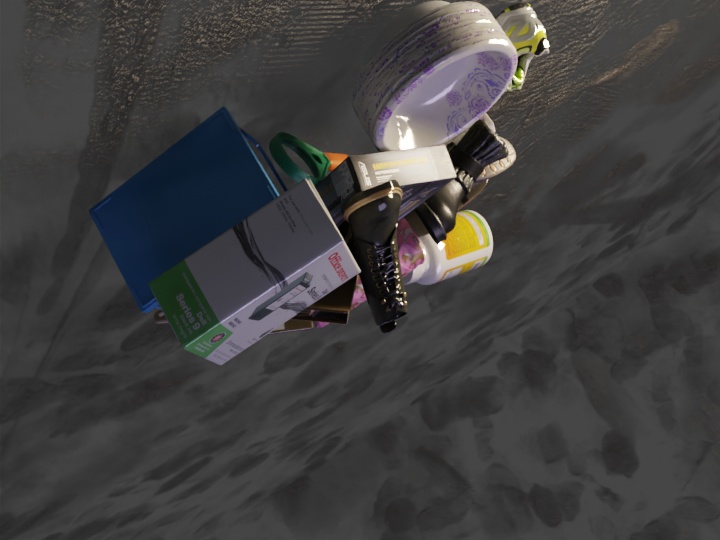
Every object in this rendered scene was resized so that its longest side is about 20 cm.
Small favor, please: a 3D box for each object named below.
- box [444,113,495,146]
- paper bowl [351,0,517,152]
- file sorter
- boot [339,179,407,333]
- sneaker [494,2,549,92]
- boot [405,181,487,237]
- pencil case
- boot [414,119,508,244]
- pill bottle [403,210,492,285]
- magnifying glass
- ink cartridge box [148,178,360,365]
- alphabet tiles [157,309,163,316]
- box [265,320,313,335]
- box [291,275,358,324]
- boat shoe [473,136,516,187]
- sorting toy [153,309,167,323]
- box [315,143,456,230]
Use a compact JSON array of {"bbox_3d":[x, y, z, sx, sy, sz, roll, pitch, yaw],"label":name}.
[{"bbox_3d":[0.115,-0.177,1.367,0.198,0.042,0.039,-34,161,6],"label":"box"},{"bbox_3d":[0.079,-0.237,1.059,0.198,0.105,0.201,-28,163,-10],"label":"paper bowl"},{"bbox_3d":[-0.181,-0.060,1.035,0.199,0.140,0.123,-35,165,8],"label":"file sorter"},{"bbox_3d":[0.031,-0.014,1.055,0.076,0.141,0.200,-18,167,-7],"label":"boot"},{"bbox_3d":[0.173,-0.262,1.196,0.075,0.077,0.200,-17,157,-42],"label":"sneaker"},{"bbox_3d":[0.131,-0.107,1.529,0.198,0.074,0.076,-32,171,-10],"label":"boot"},{"bbox_3d":[0.000,0.000,1.280,0.198,0.087,0.083,-31,162,-6],"label":"pencil case"},{"bbox_3d":[0.141,-0.133,1.253,0.157,0.080,0.212,-35,-160,12],"label":"boot"},{"bbox_3d":[0.142,-0.038,1.639,0.198,0.112,0.111,-17,156,-37],"label":"pill bottle"},{"bbox_3d":[-0.057,-0.141,1.147,0.022,0.080,0.199,-42,170,22],"label":"magnifying glass"},{"bbox_3d":[-0.107,0.006,0.957,0.198,0.085,0.146,-34,165,-1],"label":"ink cartridge box"},{"bbox_3d":[-0.176,-0.012,1.144,0.198,0.008,0.168,-28,-152,25],"label":"alphabet tiles"},{"bbox_3d":[-0.161,0.077,1.285,0.119,0.033,0.199,-6,178,-27],"label":"box"},{"bbox_3d":[-0.082,0.007,1.153,0.201,0.160,0.022,-78,172,-64],"label":"box"},{"bbox_3d":[0.157,-0.162,1.442,0.197,0.076,0.073,-19,169,-13],"label":"boat shoe"},{"bbox_3d":[-0.184,0.045,1.343,0.183,0.037,0.198,-8,180,37],"label":"sorting toy"},{"bbox_3d":[0.005,-0.089,1.137,0.156,0.049,0.199,-14,167,-36],"label":"box"}]
